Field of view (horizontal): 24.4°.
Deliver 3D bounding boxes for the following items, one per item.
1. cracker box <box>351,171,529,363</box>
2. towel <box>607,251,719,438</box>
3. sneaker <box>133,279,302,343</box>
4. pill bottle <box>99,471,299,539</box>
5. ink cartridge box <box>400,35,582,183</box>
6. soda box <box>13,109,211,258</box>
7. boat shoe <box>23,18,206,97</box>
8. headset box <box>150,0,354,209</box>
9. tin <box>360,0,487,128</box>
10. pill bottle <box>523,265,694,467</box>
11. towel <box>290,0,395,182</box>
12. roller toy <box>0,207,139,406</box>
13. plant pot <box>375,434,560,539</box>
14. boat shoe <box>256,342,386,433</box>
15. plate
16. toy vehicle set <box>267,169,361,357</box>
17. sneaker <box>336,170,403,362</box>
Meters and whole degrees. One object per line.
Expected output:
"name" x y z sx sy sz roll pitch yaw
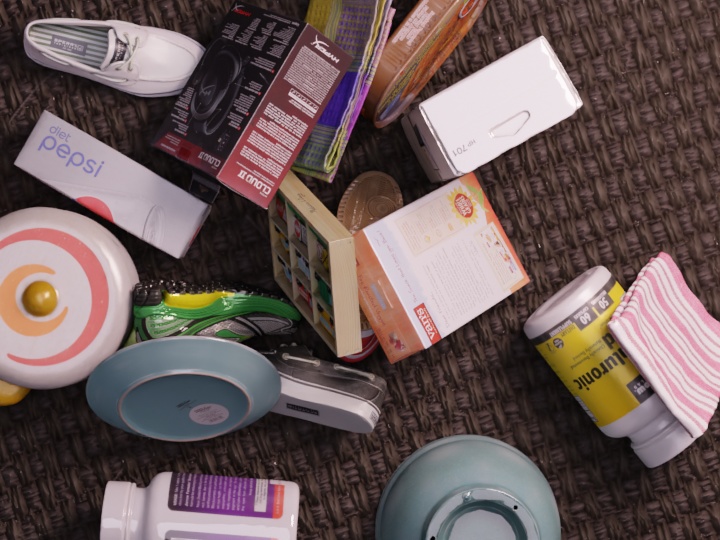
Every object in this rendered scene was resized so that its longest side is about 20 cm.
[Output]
"cracker box" 0.074 -0.006 1.711 0.200 0.058 0.134 -28 91 -48
"towel" 0.329 0.072 1.724 0.030 0.200 0.147 -38 93 32
"sneaker" -0.149 0.055 1.723 0.199 0.078 0.086 1 101 -35
"pill bottle" -0.166 0.267 1.727 0.199 0.111 0.112 5 89 -3
"ink cartridge box" 0.129 -0.159 1.702 0.146 0.200 0.086 -29 91 -3
"soda box" -0.258 -0.088 1.748 0.199 0.063 0.068 31 88 -2
"boat shoe" -0.257 -0.224 1.748 0.199 0.067 0.074 5 90 -3
"headset box" -0.118 -0.164 1.709 0.077 0.149 0.201 31 87 -38
"tin" 0.065 -0.238 1.743 0.042 0.112 0.200 38 87 8
"pill bottle" 0.272 0.104 1.752 0.111 0.111 0.200 -39 92 -3
"towel" -0.038 -0.200 1.731 0.023 0.143 0.201 19 92 -38
"roller toy" -0.322 0.029 1.706 0.199 0.140 0.183 -19 90 -2
"plant pot" 0.119 0.277 1.731 0.199 0.134 0.202 0 90 -4
"boat shoe" -0.071 0.113 1.761 0.199 0.071 0.064 18 62 3
"plate" -0.179 0.130 1.695 0.199 0.201 0.026 -4 54 -3
"toy vehicle set" -0.049 -0.011 1.675 0.026 0.200 0.125 -12 116 -17
"sneaker" 0.000 0.000 1.768 0.071 0.113 0.201 10 59 -2
